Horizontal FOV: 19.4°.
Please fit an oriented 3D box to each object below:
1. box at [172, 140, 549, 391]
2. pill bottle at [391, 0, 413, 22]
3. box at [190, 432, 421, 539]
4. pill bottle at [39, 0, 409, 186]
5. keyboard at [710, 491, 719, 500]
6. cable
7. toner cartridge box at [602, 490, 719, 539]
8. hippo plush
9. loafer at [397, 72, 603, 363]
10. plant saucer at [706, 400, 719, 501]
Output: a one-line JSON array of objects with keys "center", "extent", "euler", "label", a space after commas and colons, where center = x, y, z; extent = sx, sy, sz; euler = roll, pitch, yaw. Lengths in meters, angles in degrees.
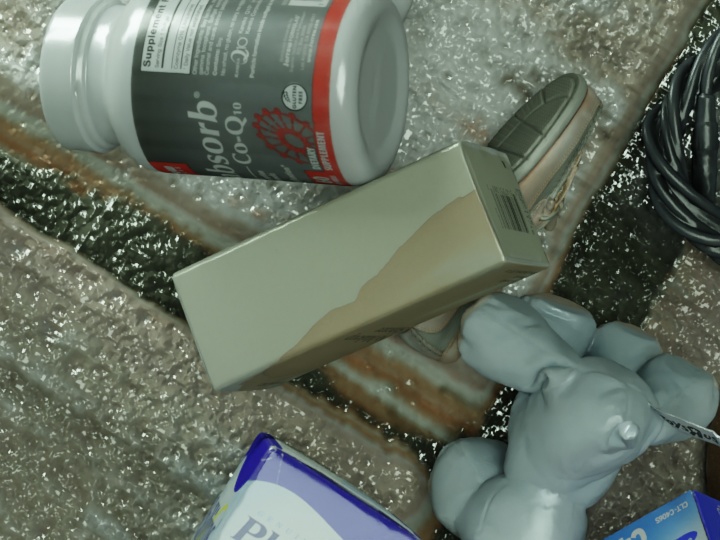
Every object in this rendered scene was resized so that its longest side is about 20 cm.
[{"center": [0.000, 0.000, 1.259], "extent": [0.200, 0.095, 0.078], "euler": [-25, 80, 20], "label": "box"}, {"center": [-0.058, -0.221, 1.286], "extent": [0.200, 0.112, 0.112], "euler": [14, 88, -6], "label": "pill bottle"}, {"center": [-0.066, 0.206, 1.246], "extent": [0.105, 0.184, 0.200], "euler": [34, 86, -3], "label": "box"}, {"center": [-0.080, -0.113, 1.256], "extent": [0.200, 0.116, 0.116], "euler": [5, 89, 19], "label": "pill bottle"}, {"center": [0.247, 0.166, 1.369], "extent": [0.056, 0.011, 0.200], "euler": [43, 86, -9], "label": "keyboard"}, {"center": [0.276, -0.091, 1.359], "extent": [0.163, 0.051, 0.200], "euler": [37, 88, 0], "label": "cable"}, {"center": [0.223, 0.195, 1.271], "extent": [0.095, 0.200, 0.043], "euler": [-36, 50, 27], "label": "toner cartridge box"}, {"center": [0.130, 0.122, 1.292], "extent": [0.159, 0.200, 0.161], "euler": [9, 111, -38], "label": "hippo plush"}, {"center": [0.090, -0.031, 1.330], "extent": [0.063, 0.072, 0.200], "euler": [38, 92, -21], "label": "loafer"}, {"center": [0.323, 0.125, 1.357], "extent": [0.200, 0.034, 0.201], "euler": [0, 92, -10], "label": "plant saucer"}]
